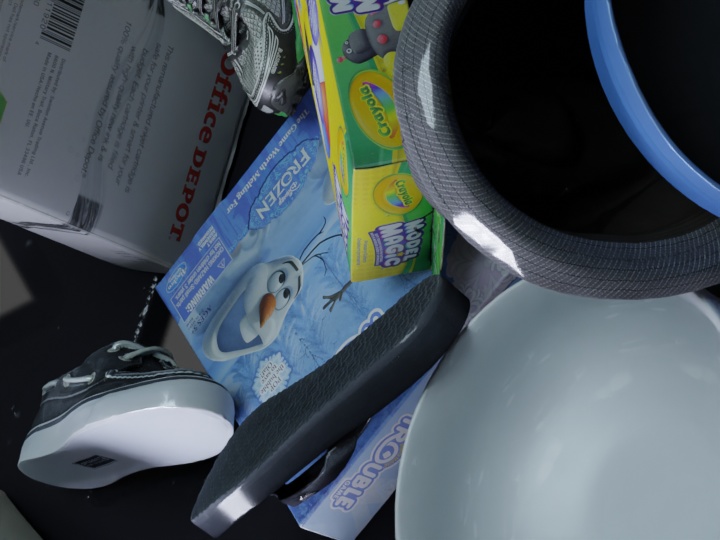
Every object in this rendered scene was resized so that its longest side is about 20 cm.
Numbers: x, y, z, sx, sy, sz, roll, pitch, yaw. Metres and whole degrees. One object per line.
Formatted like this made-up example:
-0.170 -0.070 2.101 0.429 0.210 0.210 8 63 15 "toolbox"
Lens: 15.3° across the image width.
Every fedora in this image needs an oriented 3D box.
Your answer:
0.098 -0.068 1.174 0.090 0.199 0.178 150 109 -66 "fedora"

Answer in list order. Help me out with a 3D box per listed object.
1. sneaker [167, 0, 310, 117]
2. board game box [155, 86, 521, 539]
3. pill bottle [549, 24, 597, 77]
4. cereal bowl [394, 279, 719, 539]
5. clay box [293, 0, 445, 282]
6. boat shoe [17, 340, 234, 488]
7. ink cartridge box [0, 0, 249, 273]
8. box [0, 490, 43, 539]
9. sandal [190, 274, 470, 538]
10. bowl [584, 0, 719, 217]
-0.080 -0.154 1.445 0.200 0.085 0.078 60 140 40 "sneaker"
0.000 0.000 1.385 0.200 0.043 0.199 -51 46 16 "board game box"
0.130 -0.151 1.270 0.200 0.113 0.114 -54 44 13 "pill bottle"
0.114 0.099 1.197 0.199 0.083 0.201 -21 58 38 "cereal bowl"
0.003 -0.086 1.299 0.047 0.115 0.201 -8 63 -5 "clay box"
-0.125 0.069 1.443 0.200 0.071 0.068 -26 52 60 "boat shoe"
-0.168 -0.096 1.483 0.084 0.199 0.147 6 76 49 "ink cartridge box"
-0.208 0.180 1.466 0.083 0.068 0.200 -64 31 3 "box"
-0.014 0.078 1.290 0.200 0.043 0.076 -38 17 37 "sandal"
0.186 -0.108 1.145 0.039 0.199 0.202 144 136 -65 "bowl"
